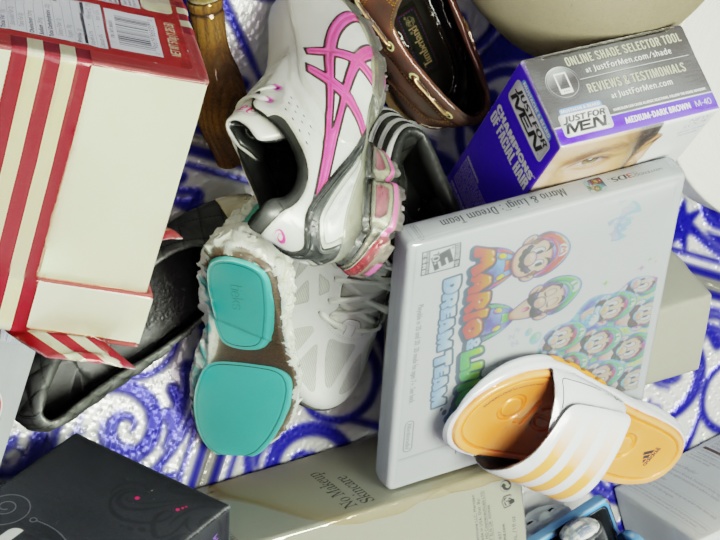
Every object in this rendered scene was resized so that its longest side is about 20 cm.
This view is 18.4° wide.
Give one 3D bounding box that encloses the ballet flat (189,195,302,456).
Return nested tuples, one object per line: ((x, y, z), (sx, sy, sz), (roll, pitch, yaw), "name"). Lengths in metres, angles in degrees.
((-0.062, 0.033, 1.334), (0.072, 0.072, 0.200), (-16, 144, -21), "ballet flat")

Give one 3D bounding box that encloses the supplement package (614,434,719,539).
((0.297, 0.171, 1.542), (0.200, 0.110, 0.114), (-25, 114, -17), "supplement package")

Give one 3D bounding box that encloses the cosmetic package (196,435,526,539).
((-0.006, 0.163, 1.400), (0.200, 0.104, 0.073), (-14, 110, -23), "cosmetic package")

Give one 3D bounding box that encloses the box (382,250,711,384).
((0.119, 0.042, 1.430), (0.200, 0.082, 0.068), (-13, 131, -20), "box")

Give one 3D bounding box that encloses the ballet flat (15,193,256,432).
((-0.125, 0.029, 1.331), (0.200, 0.057, 0.066), (-42, 119, -13), "ballet flat")

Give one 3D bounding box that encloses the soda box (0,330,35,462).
((-0.250, 0.103, 1.278), (0.063, 0.068, 0.200), (8, 101, -56), "soda box")

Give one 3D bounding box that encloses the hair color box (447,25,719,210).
((0.124, -0.065, 1.349), (0.109, 0.200, 0.065), (-15, 69, -21), "hair color box")

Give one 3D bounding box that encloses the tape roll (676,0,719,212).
((0.280, -0.130, 1.493), (0.203, 0.037, 0.203), (-7, 106, -23), "tape roll")

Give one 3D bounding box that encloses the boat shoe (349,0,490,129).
((0.023, -0.175, 1.339), (0.070, 0.070, 0.200), (-39, 116, -18), "boat shoe")

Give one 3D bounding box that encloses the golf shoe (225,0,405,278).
((-0.033, -0.093, 1.270), (0.092, 0.200, 0.073), (17, 136, -32), "golf shoe")

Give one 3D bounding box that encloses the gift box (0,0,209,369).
((-0.174, -0.061, 1.185), (0.200, 0.185, 0.187), (12, 118, -15), "gift box")

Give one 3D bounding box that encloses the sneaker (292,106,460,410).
((0.000, 0.000, 1.350), (0.076, 0.115, 0.201), (4, 103, -26), "sneaker")

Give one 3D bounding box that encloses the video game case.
((0.099, 0.034, 1.334), (0.182, 0.024, 0.200), (-15, 134, -20), "video game case")

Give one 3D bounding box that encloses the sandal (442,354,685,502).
((0.142, 0.107, 1.368), (0.207, 0.059, 0.079), (16, 118, -41), "sandal")

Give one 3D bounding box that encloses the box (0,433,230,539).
((-0.180, 0.198, 1.261), (0.200, 0.122, 0.106), (-36, 139, -46), "box")

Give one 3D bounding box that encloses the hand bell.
((-0.089, -0.148, 1.296), (0.104, 0.104, 0.200), (-20, 123, -19), "hand bell")

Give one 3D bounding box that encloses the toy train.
((0.161, 0.241, 1.495), (0.087, 0.114, 0.200), (-31, 116, -18), "toy train")

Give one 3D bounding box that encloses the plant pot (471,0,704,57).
((0.133, -0.202, 1.335), (0.200, 0.200, 0.134), (-18, 142, -20), "plant pot")
